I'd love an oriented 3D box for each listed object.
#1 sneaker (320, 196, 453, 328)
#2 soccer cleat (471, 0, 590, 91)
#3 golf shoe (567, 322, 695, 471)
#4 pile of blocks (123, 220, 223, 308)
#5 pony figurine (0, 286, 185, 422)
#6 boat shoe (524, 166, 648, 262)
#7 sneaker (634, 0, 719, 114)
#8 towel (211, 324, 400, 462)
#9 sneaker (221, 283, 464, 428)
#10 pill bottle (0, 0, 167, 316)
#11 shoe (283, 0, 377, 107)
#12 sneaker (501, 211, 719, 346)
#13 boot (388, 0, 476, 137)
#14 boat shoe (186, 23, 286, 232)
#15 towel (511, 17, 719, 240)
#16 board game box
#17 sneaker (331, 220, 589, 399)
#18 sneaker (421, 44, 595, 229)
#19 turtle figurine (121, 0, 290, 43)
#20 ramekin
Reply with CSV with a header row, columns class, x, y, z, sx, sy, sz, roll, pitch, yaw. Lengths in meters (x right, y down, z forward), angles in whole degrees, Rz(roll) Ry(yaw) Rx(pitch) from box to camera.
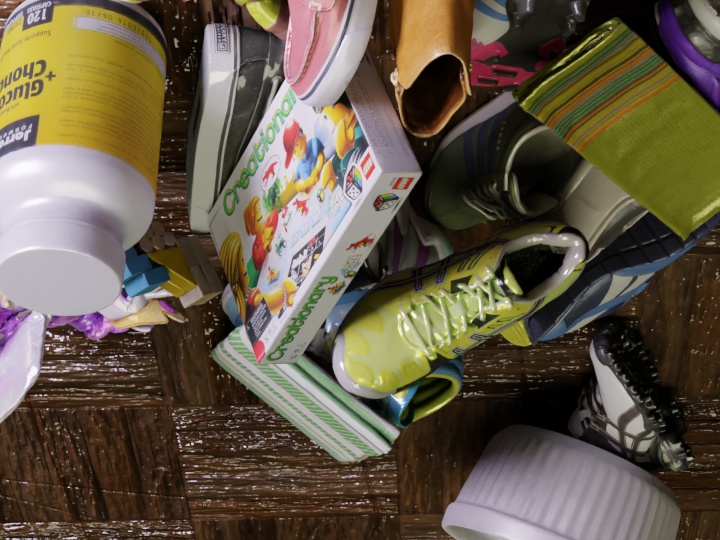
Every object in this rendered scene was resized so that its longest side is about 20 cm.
class,x,y,z,sx,sy,sz,roll,pitch,yaw
sneaker,0.000,0.000,1.392,0.078,0.140,0.200,-3,132,31
soccer cleat,0.106,-0.177,1.253,0.070,0.086,0.200,5,167,-12
golf shoe,0.213,0.119,1.635,0.094,0.078,0.200,-14,140,18
pile of blocks,-0.192,-0.022,1.361,0.200,0.082,0.062,38,134,-23
pony figurine,-0.253,0.012,1.449,0.193,0.167,0.200,-35,116,23
boat shoe,0.179,-0.061,1.395,0.067,0.057,0.200,45,104,-1
sneaker,0.260,-0.122,1.319,0.200,0.070,0.100,35,129,-26
towel,-0.045,0.097,1.532,0.153,0.023,0.200,38,167,-3
sneaker,-0.011,0.059,1.510,0.200,0.131,0.080,0,144,1
pill bottle,-0.187,-0.076,1.263,0.112,0.200,0.112,1,147,0
shoe,-0.035,-0.196,1.152,0.091,0.071,0.200,6,116,-24
sneaker,0.190,-0.014,1.461,0.200,0.074,0.082,-34,161,24
boot,0.053,-0.187,1.167,0.071,0.144,0.201,2,143,-5
boat shoe,-0.085,-0.092,1.355,0.064,0.071,0.200,3,146,-10
towel,0.190,-0.089,1.278,0.086,0.018,0.200,-36,134,22
board game box,-0.035,-0.047,1.275,0.035,0.126,0.200,0,141,-32
sneaker,0.067,0.017,1.319,0.200,0.075,0.076,-33,180,-17
sneaker,0.106,-0.069,1.368,0.067,0.090,0.200,23,137,-24
turtle figurine,-0.083,-0.203,1.212,0.161,0.064,0.200,23,137,-28
ramekin,0.181,0.213,1.682,0.200,0.105,0.200,23,167,6
